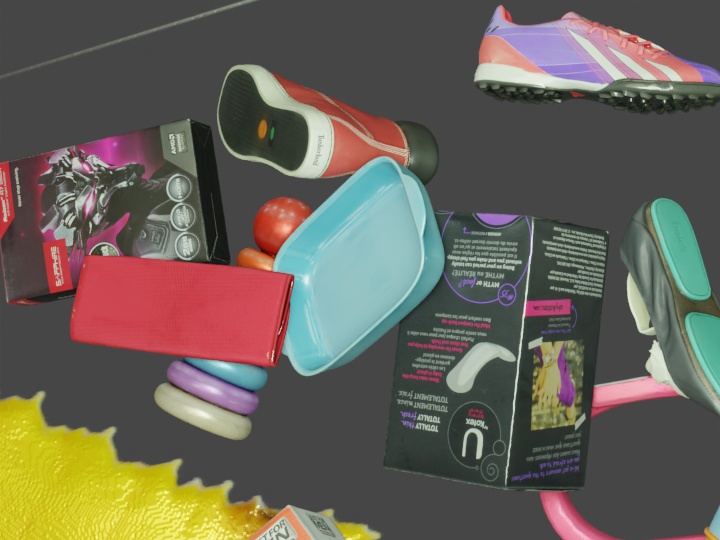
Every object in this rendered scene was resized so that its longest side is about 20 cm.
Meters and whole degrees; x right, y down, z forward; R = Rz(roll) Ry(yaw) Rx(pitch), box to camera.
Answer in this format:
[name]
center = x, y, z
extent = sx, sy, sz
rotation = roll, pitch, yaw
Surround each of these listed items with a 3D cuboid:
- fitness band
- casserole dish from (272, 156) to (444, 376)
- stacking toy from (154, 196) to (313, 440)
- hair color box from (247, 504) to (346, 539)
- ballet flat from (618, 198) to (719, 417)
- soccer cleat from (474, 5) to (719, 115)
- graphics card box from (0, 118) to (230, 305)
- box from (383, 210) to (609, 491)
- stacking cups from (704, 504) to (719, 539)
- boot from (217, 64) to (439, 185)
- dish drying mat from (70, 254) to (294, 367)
[fitness band]
center = 0.233, 0.151, 1.306
extent = 0.199, 0.037, 0.144
rotation = -9, 85, 19
[casserole dish]
center = 0.000, 0.000, 1.316
extent = 0.200, 0.039, 0.122
rotation = -42, 52, 39
[stacking toy]
center = -0.094, 0.033, 1.409
extent = 0.085, 0.085, 0.201
rotation = 22, 89, 20
[hair color box]
center = -0.004, 0.281, 1.330
extent = 0.061, 0.101, 0.200
rotation = -40, 68, 6
[ballet flat]
center = 0.238, 0.041, 1.275
extent = 0.073, 0.073, 0.201
rotation = -26, 56, 16
[soccer cleat]
center = 0.187, -0.164, 1.331
extent = 0.199, 0.068, 0.074
rotation = 7, 84, 22
[graphics card box]
center = -0.216, -0.047, 1.470
extent = 0.199, 0.051, 0.126
rotation = -10, 82, 18
[box]
center = 0.104, 0.060, 1.303
extent = 0.122, 0.106, 0.201
rotation = 5, 87, 42
[stacking cups]
center = 0.282, 0.180, 1.246
extent = 0.060, 0.060, 0.201
rotation = 28, 102, 19
[boot]
center = -0.024, -0.113, 1.401
extent = 0.200, 0.144, 0.073
rotation = 36, 116, 55
[dish drying mat]
center = -0.146, 0.031, 1.387
extent = 0.199, 0.018, 0.077
rotation = 5, 76, 27
